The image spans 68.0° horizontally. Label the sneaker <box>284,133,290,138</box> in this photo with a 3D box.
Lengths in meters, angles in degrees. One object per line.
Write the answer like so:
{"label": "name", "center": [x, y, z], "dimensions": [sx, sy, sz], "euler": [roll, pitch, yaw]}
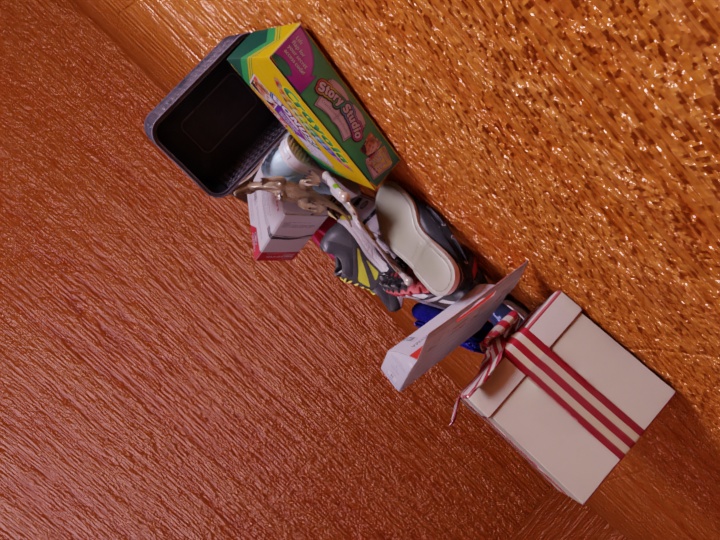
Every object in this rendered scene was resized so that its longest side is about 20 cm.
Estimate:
{"label": "sneaker", "center": [-0.189, -0.253, 0.954], "dimensions": [0.200, 0.118, 0.074], "euler": [43, 173, -5]}

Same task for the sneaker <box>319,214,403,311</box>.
{"label": "sneaker", "center": [0.000, 0.000, 0.935], "dimensions": [0.201, 0.084, 0.074], "euler": [55, 172, -17]}

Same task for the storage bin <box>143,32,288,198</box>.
{"label": "storage bin", "center": [-0.191, -0.220, 0.760], "dimensions": [0.135, 0.200, 0.094], "euler": [46, 174, -33]}

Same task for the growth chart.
{"label": "growth chart", "center": [0.008, -0.060, 0.774], "dimensions": [0.200, 0.018, 0.145], "euler": [50, -177, -33]}

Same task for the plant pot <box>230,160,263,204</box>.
{"label": "plant pot", "center": [-0.226, -0.227, 1.137], "dimensions": [0.200, 0.201, 0.198], "euler": [41, -178, 25]}

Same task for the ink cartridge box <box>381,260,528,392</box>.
{"label": "ink cartridge box", "center": [0.109, 0.062, 0.665], "dimensions": [0.047, 0.159, 0.201], "euler": [49, 157, 20]}

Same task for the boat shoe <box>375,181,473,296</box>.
{"label": "boat shoe", "center": [0.089, -0.047, 0.728], "dimensions": [0.065, 0.075, 0.200], "euler": [1, -141, -39]}

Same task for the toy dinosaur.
{"label": "toy dinosaur", "center": [-0.082, -0.111, 0.777], "dimensions": [0.198, 0.059, 0.101], "euler": [13, -178, -23]}

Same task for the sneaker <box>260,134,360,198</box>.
{"label": "sneaker", "center": [-0.079, -0.153, 0.852], "dimensions": [0.199, 0.081, 0.075], "euler": [20, -129, -53]}

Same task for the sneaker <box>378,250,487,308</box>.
{"label": "sneaker", "center": [0.113, 0.021, 0.826], "dimensions": [0.098, 0.072, 0.199], "euler": [36, 155, -32]}

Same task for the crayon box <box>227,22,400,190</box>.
{"label": "crayon box", "center": [-0.061, -0.204, 0.674], "dimensions": [0.200, 0.058, 0.172], "euler": [46, 175, -33]}

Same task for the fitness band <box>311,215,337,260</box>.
{"label": "fitness band", "center": [-0.030, -0.041, 1.048], "dimensions": [0.199, 0.037, 0.144], "euler": [37, 165, 21]}

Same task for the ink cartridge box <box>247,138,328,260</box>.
{"label": "ink cartridge box", "center": [-0.138, -0.121, 0.966], "dimensions": [0.200, 0.083, 0.146], "euler": [139, 125, -58]}

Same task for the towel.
{"label": "towel", "center": [0.187, 0.107, 0.920], "dimensions": [0.146, 0.050, 0.200], "euler": [16, -178, -23]}

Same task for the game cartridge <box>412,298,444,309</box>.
{"label": "game cartridge", "center": [0.132, 0.042, 0.980], "dimensions": [0.132, 0.041, 0.200], "euler": [20, -178, -16]}

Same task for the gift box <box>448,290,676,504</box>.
{"label": "gift box", "center": [0.215, 0.150, 0.641], "dimensions": [0.187, 0.200, 0.185], "euler": [43, 170, 15]}

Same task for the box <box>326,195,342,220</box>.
{"label": "box", "center": [-0.003, -0.076, 1.114], "dimensions": [0.200, 0.076, 0.050], "euler": [47, 142, -16]}

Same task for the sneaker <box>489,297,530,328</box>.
{"label": "sneaker", "center": [0.240, 0.117, 0.790], "dimensions": [0.200, 0.077, 0.076], "euler": [49, 177, 4]}

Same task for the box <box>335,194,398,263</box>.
{"label": "box", "center": [0.043, -0.067, 0.965], "dimensions": [0.117, 0.060, 0.200], "euler": [47, 174, -31]}
